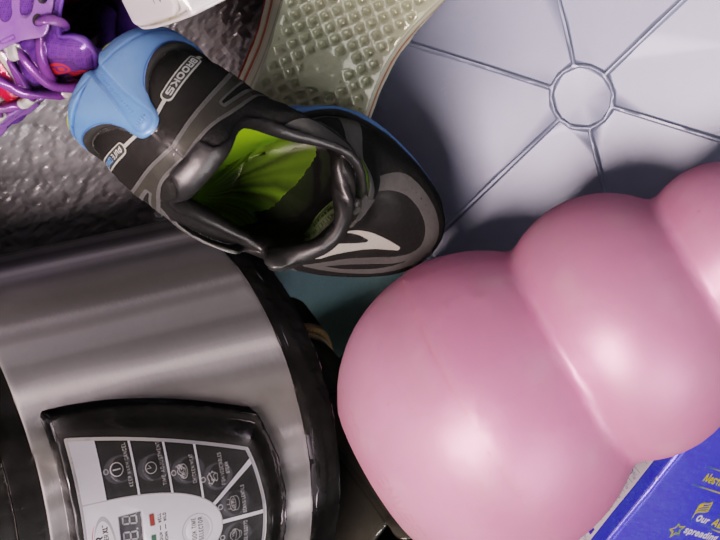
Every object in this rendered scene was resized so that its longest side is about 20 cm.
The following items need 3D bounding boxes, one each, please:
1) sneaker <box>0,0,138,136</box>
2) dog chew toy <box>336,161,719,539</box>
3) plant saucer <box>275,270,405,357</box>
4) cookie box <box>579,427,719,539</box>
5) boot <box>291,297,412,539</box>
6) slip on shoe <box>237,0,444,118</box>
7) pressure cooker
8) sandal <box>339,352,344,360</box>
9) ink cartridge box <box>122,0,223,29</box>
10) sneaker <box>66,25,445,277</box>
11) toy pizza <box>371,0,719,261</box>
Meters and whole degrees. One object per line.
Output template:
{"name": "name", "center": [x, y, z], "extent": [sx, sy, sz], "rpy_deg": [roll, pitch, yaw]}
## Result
{"name": "sneaker", "center": [-0.130, -0.081, 0.857], "extent": [0.200, 0.083, 0.081], "rpy_deg": [-50, 142, 13]}
{"name": "dog chew toy", "center": [0.092, 0.028, 0.934], "extent": [0.200, 0.125, 0.125], "rpy_deg": [-31, 144, 7]}
{"name": "plant saucer", "center": [0.000, 0.000, 1.096], "extent": [0.200, 0.027, 0.200], "rpy_deg": [-24, 141, -21]}
{"name": "cookie box", "center": [0.136, 0.121, 1.072], "extent": [0.171, 0.075, 0.200], "rpy_deg": [19, 114, -44]}
{"name": "boot", "center": [-0.026, 0.130, 1.069], "extent": [0.077, 0.138, 0.200], "rpy_deg": [-20, 140, -24]}
{"name": "slip on shoe", "center": [-0.003, -0.112, 0.958], "extent": [0.074, 0.061, 0.200], "rpy_deg": [22, 109, -12]}
{"name": "pressure cooker", "center": [-0.129, 0.081, 0.947], "extent": [0.200, 0.176, 0.179], "rpy_deg": [-12, 151, -30]}
{"name": "sandal", "center": [0.075, 0.036, 1.131], "extent": [0.200, 0.076, 0.048], "rpy_deg": [-16, 162, -18]}
{"name": "ink cartridge box", "center": [-0.014, -0.187, 0.792], "extent": [0.200, 0.084, 0.145], "rpy_deg": [-29, 99, -14]}
{"name": "sneaker", "center": [-0.028, -0.026, 0.884], "extent": [0.071, 0.083, 0.199], "rpy_deg": [-49, 149, 11]}
{"name": "toy pizza", "center": [0.093, -0.073, 0.990], "extent": [0.200, 0.200, 0.032], "rpy_deg": [-53, 174, 17]}
